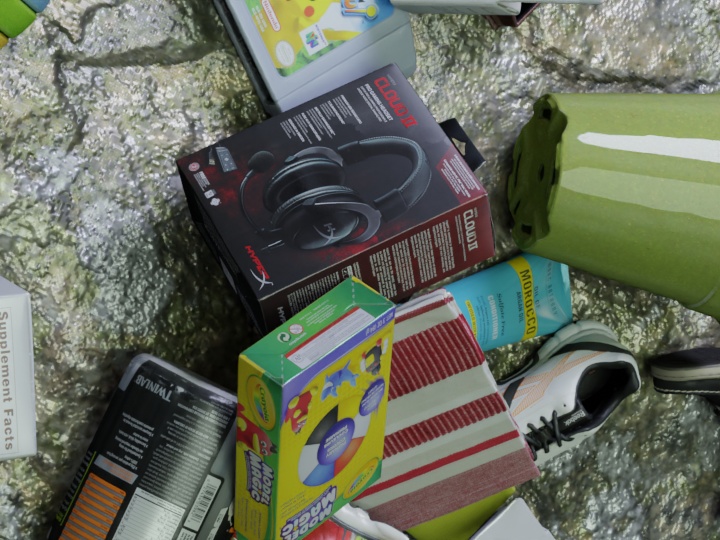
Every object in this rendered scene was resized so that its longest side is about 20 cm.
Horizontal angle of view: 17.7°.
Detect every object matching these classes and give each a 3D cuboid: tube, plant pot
[{"bbox_3d":[0.089,0.034,1.788,0.200,0.050,0.078,-19,114,-37],"label":"tube"},{"bbox_3d":[0.219,-0.061,1.776,0.189,0.200,0.201,8,96,-13],"label":"plant pot"}]

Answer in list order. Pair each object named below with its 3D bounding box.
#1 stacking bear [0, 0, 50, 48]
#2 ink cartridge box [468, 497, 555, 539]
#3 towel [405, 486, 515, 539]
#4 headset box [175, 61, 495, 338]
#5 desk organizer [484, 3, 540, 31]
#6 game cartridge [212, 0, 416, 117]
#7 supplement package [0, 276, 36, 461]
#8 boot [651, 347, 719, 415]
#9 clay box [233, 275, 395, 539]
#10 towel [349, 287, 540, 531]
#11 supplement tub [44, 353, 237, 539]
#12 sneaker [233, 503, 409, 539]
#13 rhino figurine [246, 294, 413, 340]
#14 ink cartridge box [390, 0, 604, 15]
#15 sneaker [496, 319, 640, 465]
[{"bbox_3d":[-0.277,-0.186,1.550,0.114,0.121,0.200,41,90,-18],"label":"stacking bear"},{"bbox_3d":[0.119,0.271,1.829,0.116,0.067,0.200,-42,119,-13],"label":"ink cartridge box"},{"bbox_3d":[0.018,0.137,1.766,0.200,0.018,0.086,38,109,-18],"label":"towel"},{"bbox_3d":[-0.009,-0.049,1.652,0.200,0.149,0.077,-25,144,-9],"label":"headset box"},{"bbox_3d":[0.169,-0.272,1.758,0.200,0.077,0.072,-44,114,-12],"label":"desk organizer"},{"bbox_3d":[-0.040,-0.207,1.695,0.133,0.040,0.200,-34,112,-20],"label":"game cartridge"},{"bbox_3d":[-0.330,0.071,1.560,0.199,0.117,0.118,-6,102,-25],"label":"supplement package"},{"bbox_3d":[0.321,0.142,1.911,0.200,0.073,0.151,3,98,-31],"label":"boot"},{"bbox_3d":[-0.033,0.113,1.613,0.115,0.048,0.200,-35,144,-34],"label":"clay box"},{"bbox_3d":[0.034,0.108,1.708,0.144,0.023,0.200,-23,127,7],"label":"towel"},{"bbox_3d":[-0.149,0.171,1.661,0.122,0.122,0.200,27,88,-27],"label":"supplement tub"},{"bbox_3d":[-0.015,0.225,1.718,0.200,0.077,0.085,35,55,13],"label":"sneaker"},{"bbox_3d":[0.000,0.000,1.720,0.200,0.087,0.060,-31,109,-17],"label":"rhino figurine"},{"bbox_3d":[0.114,-0.285,1.665,0.044,0.173,0.201,12,84,-61],"label":"ink cartridge box"},{"bbox_3d":[0.133,0.117,1.806,0.200,0.080,0.074,-42,116,-6],"label":"sneaker"}]
